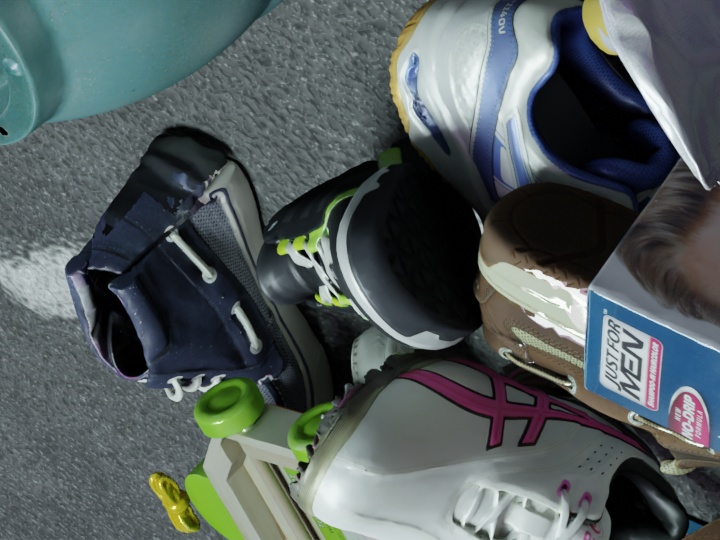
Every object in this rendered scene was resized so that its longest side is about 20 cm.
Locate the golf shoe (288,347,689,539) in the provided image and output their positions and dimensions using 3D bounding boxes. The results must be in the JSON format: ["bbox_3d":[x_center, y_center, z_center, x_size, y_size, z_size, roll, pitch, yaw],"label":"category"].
[{"bbox_3d":[0.056,0.078,1.086,0.092,0.200,0.073,37,111,31],"label":"golf shoe"}]

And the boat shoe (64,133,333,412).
[{"bbox_3d":[-0.080,0.034,1.334,0.075,0.093,0.200,16,145,35],"label":"boat shoe"}]

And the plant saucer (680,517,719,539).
[{"bbox_3d":[0.176,0.181,1.160,0.200,0.200,0.037,61,179,-37],"label":"plant saucer"}]

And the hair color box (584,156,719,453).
[{"bbox_3d":[0.183,0.029,0.930,0.200,0.100,0.061,25,148,21],"label":"hair color box"}]

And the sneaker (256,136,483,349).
[{"bbox_3d":[0.000,0.000,1.106,0.072,0.083,0.200,64,-170,-6],"label":"sneaker"}]

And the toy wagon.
[{"bbox_3d":[-0.022,0.115,1.312,0.200,0.040,0.155,12,138,48],"label":"toy wagon"}]

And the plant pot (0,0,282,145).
[{"bbox_3d":[-0.137,-0.135,1.111,0.200,0.134,0.200,28,150,18],"label":"plant pot"}]

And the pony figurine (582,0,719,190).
[{"bbox_3d":[0.107,-0.123,0.860,0.193,0.167,0.200,51,166,-7],"label":"pony figurine"}]

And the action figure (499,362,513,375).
[{"bbox_3d":[0.117,0.126,1.220,0.200,0.130,0.069,51,142,12],"label":"action figure"}]

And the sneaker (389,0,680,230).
[{"bbox_3d":[0.090,-0.021,1.079,0.088,0.075,0.200,-2,133,49],"label":"sneaker"}]

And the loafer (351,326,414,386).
[{"bbox_3d":[0.026,0.099,1.325,0.070,0.070,0.200,-6,135,17],"label":"loafer"}]

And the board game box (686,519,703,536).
[{"bbox_3d":[0.167,0.183,1.318,0.200,0.047,0.151,23,148,27],"label":"board game box"}]

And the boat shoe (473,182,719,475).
[{"bbox_3d":[0.132,0.041,1.020,0.202,0.075,0.075,30,134,21],"label":"boat shoe"}]
